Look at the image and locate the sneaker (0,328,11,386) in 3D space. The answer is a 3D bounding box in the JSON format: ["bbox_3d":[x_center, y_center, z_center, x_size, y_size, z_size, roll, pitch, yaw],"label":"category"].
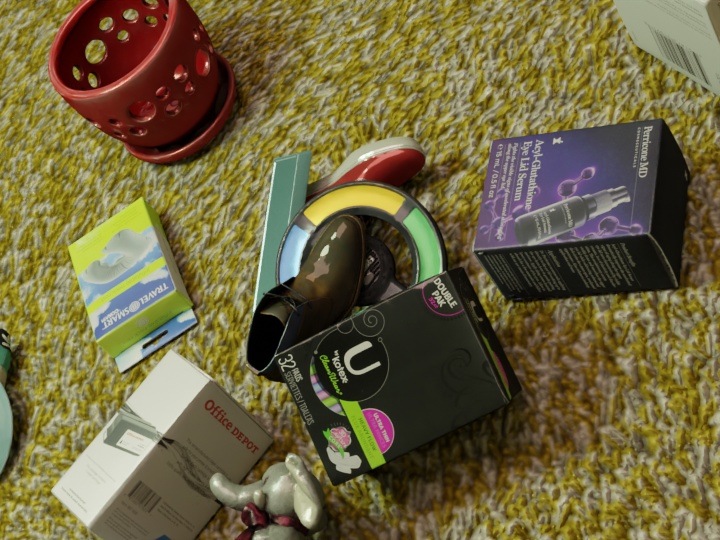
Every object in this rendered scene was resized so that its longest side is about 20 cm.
[{"bbox_3d":[-0.528,0.115,2.015,0.198,0.072,0.080,-3,55,20],"label":"sneaker"}]

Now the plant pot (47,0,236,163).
[{"bbox_3d":[-0.274,-0.250,2.039,0.199,0.183,0.202,-15,52,20],"label":"plant pot"}]

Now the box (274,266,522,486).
[{"bbox_3d":[0.041,0.104,1.605,0.199,0.124,0.150,-26,87,11],"label":"box"}]

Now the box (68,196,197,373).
[{"bbox_3d":[-0.283,0.016,1.951,0.121,0.048,0.201,-33,47,7],"label":"box"}]

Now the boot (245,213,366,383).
[{"bbox_3d":[-0.057,0.032,1.697,0.074,0.097,0.202,26,99,21],"label":"boot"}]

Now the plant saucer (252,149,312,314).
[{"bbox_3d":[-0.093,-0.040,1.836,0.070,0.019,0.202,-6,73,56],"label":"plant saucer"}]

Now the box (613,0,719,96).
[{"bbox_3d":[0.370,-0.303,1.682,0.131,0.200,0.199,-44,47,-4],"label":"box"}]

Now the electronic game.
[{"bbox_3d":[0.000,0.000,1.751,0.198,0.042,0.202,-2,82,16],"label":"electronic game"}]

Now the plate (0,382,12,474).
[{"bbox_3d":[-0.515,0.200,1.928,0.198,0.026,0.202,-5,76,19],"label":"plate"}]

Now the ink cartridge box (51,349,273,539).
[{"bbox_3d":[-0.209,0.209,1.705,0.084,0.145,0.200,31,77,41],"label":"ink cartridge box"}]

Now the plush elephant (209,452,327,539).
[{"bbox_3d":[-0.093,0.261,1.596,0.198,0.165,0.156,-2,67,-5],"label":"plush elephant"}]

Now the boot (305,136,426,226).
[{"bbox_3d":[0.000,-0.057,1.821,0.199,0.072,0.145,-30,48,20],"label":"boot"}]

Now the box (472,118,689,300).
[{"bbox_3d":[0.233,-0.062,1.660,0.198,0.104,0.149,-7,55,27],"label":"box"}]
